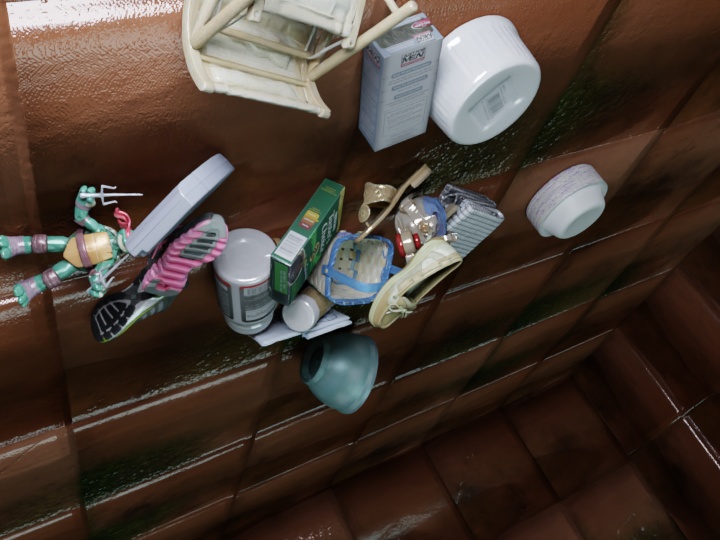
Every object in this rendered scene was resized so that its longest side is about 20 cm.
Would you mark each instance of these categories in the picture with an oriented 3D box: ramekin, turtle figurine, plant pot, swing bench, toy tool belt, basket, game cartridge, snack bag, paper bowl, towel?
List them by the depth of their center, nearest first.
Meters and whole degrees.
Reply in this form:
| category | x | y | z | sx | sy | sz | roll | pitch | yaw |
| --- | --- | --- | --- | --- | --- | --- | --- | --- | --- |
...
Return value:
| category | x | y | z | sx | sy | sz | roll | pitch | yaw |
| --- | --- | --- | --- | --- | --- | --- | --- | --- | --- |
| swing bench | -0.081 | -0.300 | 0.829 | 0.198 | 0.130 | 0.200 | 0 | 146 | -48 |
| turtle figurine | -0.383 | -0.028 | 0.984 | 0.198 | 0.151 | 0.101 | -18 | 170 | -9 |
| game cartridge | -0.242 | -0.099 | 0.986 | 0.133 | 0.041 | 0.200 | -37 | -167 | 17 |
| ramekin | 0.196 | -0.301 | 1.158 | 0.199 | 0.098 | 0.201 | -25 | 153 | -13 |
| toy tool belt | 0.130 | -0.086 | 1.338 | 0.122 | 0.126 | 0.200 | -15 | -163 | 9 |
| basket | 0.000 | 0.000 | 1.353 | 0.175 | 0.199 | 0.140 | -2 | 111 | -46 |
| snack bag | -0.146 | 0.107 | 1.441 | 0.199 | 0.188 | 0.022 | -15 | 108 | -29 |
| towel | 0.202 | -0.099 | 1.541 | 0.165 | 0.086 | 0.199 | -43 | 154 | 25 |
| plant pot | -0.066 | 0.237 | 1.744 | 0.133 | 0.201 | 0.200 | 23 | 126 | -27 |
| paper bowl | 0.521 | -0.158 | 1.759 | 0.199 | 0.105 | 0.201 | -26 | 155 | -13 |

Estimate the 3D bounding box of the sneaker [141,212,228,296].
| category | x | y | z | sx | sy | sz | roll | pitch | yaw |
| --- | --- | --- | --- | --- | --- | --- | --- | --- | --- |
| sneaker | -0.277 | -0.043 | 1.096 | 0.079 | 0.096 | 0.200 | 21 | 136 | -39 |

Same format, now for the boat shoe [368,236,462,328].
| category | x | y | z | sx | sy | sz | roll | pitch | yaw |
| --- | --- | --- | --- | --- | --- | --- | --- | --- | --- |
| boat shoe | 0.095 | 0.033 | 1.256 | 0.201 | 0.063 | 0.073 | -47 | 147 | 7 |

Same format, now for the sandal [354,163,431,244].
| category | x | y | z | sx | sy | sz | roll | pitch | yaw |
| --- | --- | --- | --- | --- | --- | --- | --- | --- | --- |
| sandal | 0.039 | -0.142 | 1.318 | 0.212 | 0.070 | 0.078 | -45 | -175 | -19 |

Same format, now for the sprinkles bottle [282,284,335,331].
| category | x | y | z | sx | sy | sz | roll | pitch | yaw |
| --- | --- | --- | --- | --- | --- | --- | --- | --- | --- |
| sprinkles bottle | -0.085 | 0.057 | 1.425 | 0.068 | 0.068 | 0.200 | -45 | 178 | 26 |

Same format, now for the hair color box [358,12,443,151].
| category | x | y | z | sx | sy | sz | roll | pitch | yaw |
| --- | --- | --- | --- | --- | --- | --- | --- | --- | --- |
| hair color box | 0.057 | -0.281 | 1.083 | 0.098 | 0.061 | 0.201 | -24 | 154 | -16 |

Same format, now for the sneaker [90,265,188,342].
| category | x | y | z | sx | sy | sz | roll | pitch | yaw |
| --- | --- | --- | --- | --- | --- | --- | --- | --- | --- |
| sneaker | -0.371 | 0.060 | 1.207 | 0.199 | 0.074 | 0.081 | -34 | 157 | 9 |

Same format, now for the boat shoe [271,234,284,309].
| category | x | y | z | sx | sy | sz | roll | pitch | yaw |
| --- | --- | --- | --- | --- | --- | --- | --- | --- | --- |
| boat shoe | -0.142 | 0.007 | 1.361 | 0.070 | 0.071 | 0.201 | -15 | 150 | -28 |

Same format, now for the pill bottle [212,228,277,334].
| category | x | y | z | sx | sy | sz | roll | pitch | yaw |
| --- | --- | --- | --- | --- | --- | --- | --- | --- | --- |
| pill bottle | -0.204 | 0.026 | 1.277 | 0.113 | 0.114 | 0.201 | -22 | 153 | -19 |

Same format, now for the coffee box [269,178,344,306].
| category | x | y | z | sx | sy | sz | roll | pitch | yaw |
| --- | --- | --- | --- | --- | --- | --- | --- | --- | --- |
| coffee box | -0.091 | -0.051 | 1.223 | 0.123 | 0.044 | 0.201 | 101 | 16 | -52 |

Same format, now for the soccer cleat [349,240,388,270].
| category | x | y | z | sx | sy | sz | roll | pitch | yaw |
| --- | --- | --- | --- | --- | --- | --- | --- | --- | --- |
| soccer cleat | -0.006 | 0.001 | 1.523 | 0.073 | 0.069 | 0.200 | 16 | 135 | -27 |
